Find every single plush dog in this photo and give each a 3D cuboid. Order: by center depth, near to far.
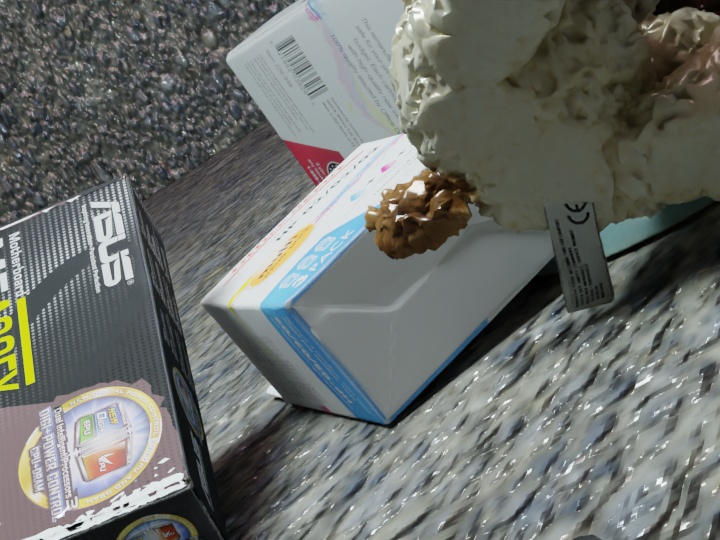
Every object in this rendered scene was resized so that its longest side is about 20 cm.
[{"bbox_3d":[0.070,-0.099,0.676,0.160,0.200,0.172,-43,22,35],"label":"plush dog"}]

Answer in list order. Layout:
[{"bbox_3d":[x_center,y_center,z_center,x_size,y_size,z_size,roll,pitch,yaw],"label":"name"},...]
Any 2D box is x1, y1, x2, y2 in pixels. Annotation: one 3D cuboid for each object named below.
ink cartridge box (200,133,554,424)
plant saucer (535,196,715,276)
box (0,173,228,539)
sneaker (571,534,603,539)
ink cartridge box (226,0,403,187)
[{"bbox_3d":[0.000,0.000,0.798,0.115,0.068,0.200,-44,11,-13],"label":"ink cartridge box"},{"bbox_3d":[0.142,-0.070,0.784,0.201,0.039,0.201,-34,9,6],"label":"plant saucer"},{"bbox_3d":[-0.148,0.061,0.738,0.160,0.044,0.200,-22,41,3],"label":"box"},{"bbox_3d":[0.001,0.110,0.305,0.200,0.060,0.104,-34,9,-30],"label":"sneaker"},{"bbox_3d":[0.028,-0.133,1.174,0.200,0.148,0.086,-23,16,48],"label":"ink cartridge box"}]
